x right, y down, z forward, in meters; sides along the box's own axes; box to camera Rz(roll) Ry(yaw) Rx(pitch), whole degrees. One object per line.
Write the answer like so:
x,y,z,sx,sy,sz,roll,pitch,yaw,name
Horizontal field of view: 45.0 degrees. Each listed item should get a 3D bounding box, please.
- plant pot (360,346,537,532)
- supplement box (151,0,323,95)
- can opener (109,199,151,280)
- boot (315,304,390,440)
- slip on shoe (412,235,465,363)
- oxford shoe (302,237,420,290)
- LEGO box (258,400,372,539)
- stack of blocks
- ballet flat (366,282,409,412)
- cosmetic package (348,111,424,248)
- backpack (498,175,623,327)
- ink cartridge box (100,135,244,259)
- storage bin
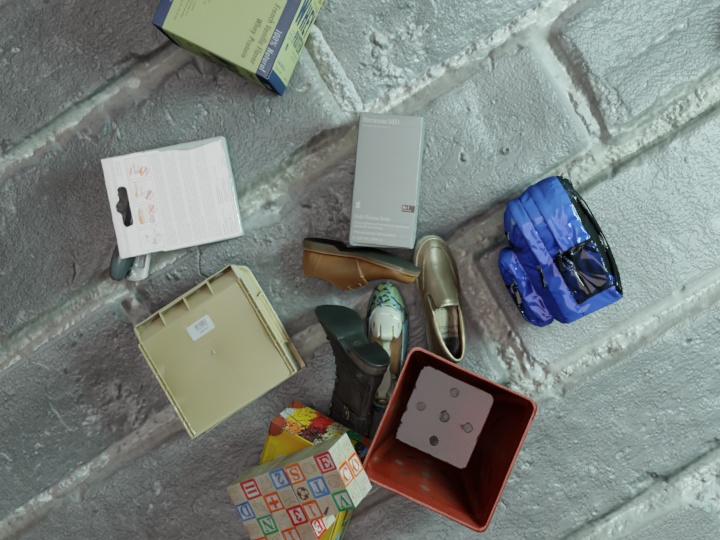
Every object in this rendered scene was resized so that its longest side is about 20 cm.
0.130,0.236,1.307,0.197,0.176,0.203,24,93,4,plant pot
-0.177,-0.412,1.335,0.197,0.134,0.203,25,92,3,supplement box
-0.354,-0.081,1.392,0.051,0.066,0.205,10,87,4,can opener
-0.029,0.168,1.357,0.068,0.200,0.177,-5,124,-31,boot
0.127,0.046,1.351,0.074,0.060,0.205,-5,92,-17,slip on shoe
0.000,0.000,1.360,0.196,0.071,0.073,11,100,22,oxford shoe
-0.080,0.327,1.325,0.147,0.077,0.204,24,114,17,LEGO box
-0.083,0.324,1.247,0.198,0.058,0.117,-26,93,29,stack of blocks
0.042,0.122,1.365,0.072,0.074,0.205,-1,91,4,ballet flat
0.042,-0.139,1.351,0.104,0.090,0.205,3,94,6,cosmetic package
0.285,-0.029,1.299,0.165,0.162,0.203,-25,90,7,backpack
-0.295,-0.114,1.379,0.195,0.050,0.165,-12,91,-4,ink cartridge box
-0.222,0.125,1.370,0.198,0.094,0.201,-32,88,4,storage bin
